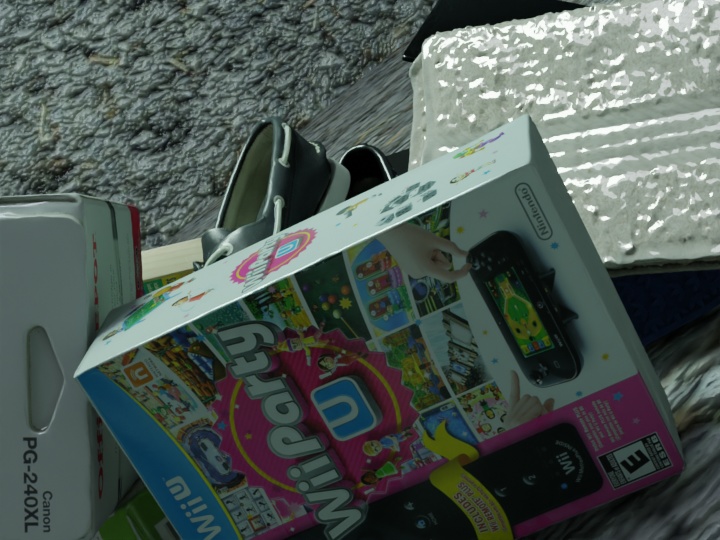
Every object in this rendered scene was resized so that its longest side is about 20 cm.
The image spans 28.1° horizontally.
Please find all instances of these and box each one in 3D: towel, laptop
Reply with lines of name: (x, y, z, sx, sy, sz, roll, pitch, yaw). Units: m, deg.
towel: (0.105, -0.062, 0.684, 0.199, 0.134, 0.034, -6, -15, 36)
laptop: (0.129, -0.107, 0.882, 0.200, 0.176, 0.104, 74, -148, -68)

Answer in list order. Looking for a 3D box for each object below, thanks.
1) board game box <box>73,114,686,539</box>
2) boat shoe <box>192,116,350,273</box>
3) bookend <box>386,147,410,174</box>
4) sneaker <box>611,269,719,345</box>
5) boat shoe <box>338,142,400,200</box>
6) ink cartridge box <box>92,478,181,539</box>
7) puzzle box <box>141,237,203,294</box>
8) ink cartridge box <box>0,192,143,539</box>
board game box: (0.010, 0.049, 0.585, 0.199, 0.148, 0.064, -25, 20, 15)
boat shoe: (-0.064, -0.003, 0.790, 0.075, 0.060, 0.201, -31, 29, 36)
bookend: (0.037, 0.006, 0.949, 0.199, 0.092, 0.199, -17, 31, 35)
sneaker: (0.107, 0.018, 0.743, 0.199, 0.070, 0.078, -25, 12, 23)
boat shoe: (0.002, -0.001, 0.827, 0.074, 0.066, 0.200, -6, 41, 17)
ink cartridge box: (-0.116, 0.152, 0.793, 0.199, 0.076, 0.148, -31, 3, 41)
puzzle box: (-0.127, 0.049, 1.042, 0.132, 0.026, 0.201, -14, -34, -5)
ink cartridge box: (-0.153, 0.040, 0.683, 0.083, 0.147, 0.200, -1, 1, -1)
